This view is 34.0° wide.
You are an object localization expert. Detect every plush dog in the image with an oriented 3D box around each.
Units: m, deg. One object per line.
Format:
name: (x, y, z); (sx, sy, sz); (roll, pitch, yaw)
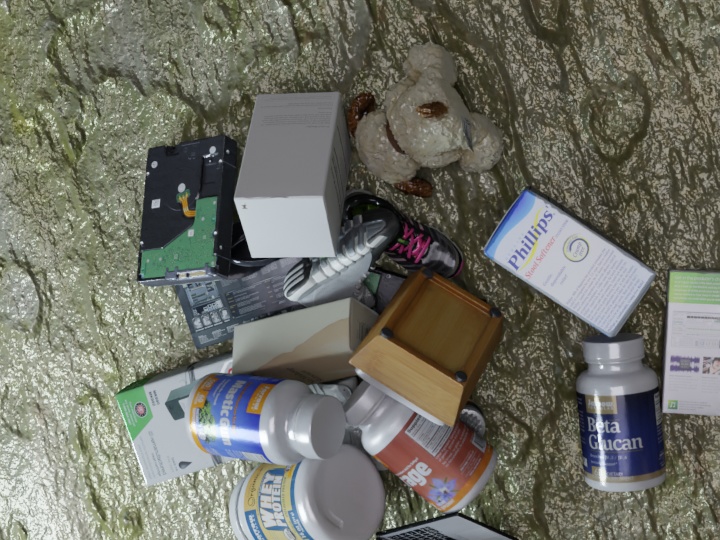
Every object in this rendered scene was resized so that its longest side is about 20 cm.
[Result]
plush dog: (0.069, -0.186, 1.603); (0.172, 0.160, 0.200); (-34, 90, 34)

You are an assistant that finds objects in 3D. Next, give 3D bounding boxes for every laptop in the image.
laptop: (0.097, 0.425, 1.607); (0.200, 0.187, 0.116); (-21, 58, 26)

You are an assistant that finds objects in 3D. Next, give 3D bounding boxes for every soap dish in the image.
soap dish: (0.095, 0.093, 1.551); (0.157, 0.200, 0.081); (31, 131, 5)

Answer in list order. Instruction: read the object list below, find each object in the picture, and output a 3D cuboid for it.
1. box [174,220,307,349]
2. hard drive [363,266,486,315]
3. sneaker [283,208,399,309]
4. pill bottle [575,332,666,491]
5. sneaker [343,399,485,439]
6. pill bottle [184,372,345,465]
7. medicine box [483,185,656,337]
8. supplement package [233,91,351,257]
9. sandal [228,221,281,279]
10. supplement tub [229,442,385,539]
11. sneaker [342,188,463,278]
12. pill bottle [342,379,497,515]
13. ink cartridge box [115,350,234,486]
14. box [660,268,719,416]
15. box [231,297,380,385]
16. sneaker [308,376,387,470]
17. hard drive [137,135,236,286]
box: (-0.168, 0.009, 1.696); (0.199, 0.051, 0.158); (-19, 92, 11)
hard drive: (0.066, 0.080, 1.672); (0.199, 0.038, 0.140); (16, 98, 7)
sneaker: (0.000, 0.000, 1.606); (0.200, 0.075, 0.115); (-33, 124, 28)
pill bottle: (0.351, 0.190, 1.600); (0.111, 0.111, 0.201); (-6, 94, 10)
sneaker: (0.074, 0.207, 1.657); (0.199, 0.079, 0.079); (7, 102, 0)
pill bottle: (-0.124, 0.197, 1.552); (0.199, 0.112, 0.112); (1, 96, 34)
medicine box: (0.274, -0.018, 1.555); (0.200, 0.182, 0.103); (33, 99, 5)
supplement package: (-0.087, -0.129, 1.582); (0.121, 0.200, 0.120); (0, 140, 9)
sandal: (-0.131, -0.039, 1.637); (0.199, 0.043, 0.076); (-15, 92, 11)
supplement tub: (-0.078, 0.323, 1.628); (0.200, 0.144, 0.145); (-25, 92, 47)
sneaker: (0.051, -0.047, 1.636); (0.200, 0.087, 0.074); (33, 100, 4)
pill bottle: (0.075, 0.223, 1.565); (0.200, 0.112, 0.112); (39, 100, -4)
ink cartridge box: (-0.232, 0.209, 1.709); (0.199, 0.084, 0.146); (-19, 93, 10)
box: (0.488, 0.099, 1.608); (0.144, 0.036, 0.201); (3, 97, 9)
box: (-0.072, 0.105, 1.619); (0.200, 0.095, 0.078); (-15, 60, 31)
sneaker: (-0.022, 0.203, 1.681); (0.200, 0.078, 0.099); (38, 95, 2)
hard drive: (-0.242, -0.082, 1.648); (0.139, 0.038, 0.201); (-7, 72, 29)
